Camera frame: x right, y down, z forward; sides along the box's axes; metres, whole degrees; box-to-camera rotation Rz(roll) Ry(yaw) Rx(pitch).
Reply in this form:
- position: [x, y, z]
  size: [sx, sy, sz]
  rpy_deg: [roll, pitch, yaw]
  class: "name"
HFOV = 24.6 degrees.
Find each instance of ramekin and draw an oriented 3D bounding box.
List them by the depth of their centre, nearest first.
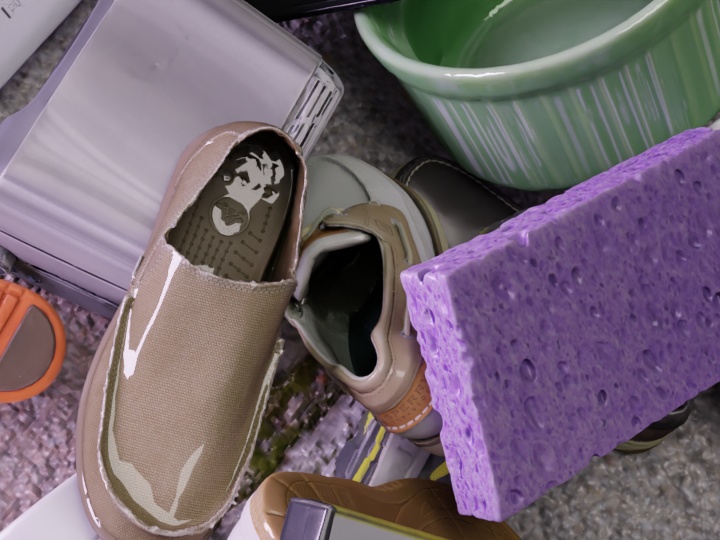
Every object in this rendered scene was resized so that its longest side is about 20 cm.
- position: [0.105, -0.135, 0.843]
  size: [0.199, 0.098, 0.201]
  rpy_deg: [-16, 45, 17]
  class: "ramekin"

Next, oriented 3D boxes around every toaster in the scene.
- position: [-0.096, -0.064, 0.798]
  size: [0.129, 0.114, 0.201]
  rpy_deg: [32, 67, -8]
  class: "toaster"

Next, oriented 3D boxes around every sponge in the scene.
- position: [0.109, 0.018, 0.739]
  size: [0.199, 0.030, 0.112]
  rpy_deg: [-26, 107, -36]
  class: "sponge"

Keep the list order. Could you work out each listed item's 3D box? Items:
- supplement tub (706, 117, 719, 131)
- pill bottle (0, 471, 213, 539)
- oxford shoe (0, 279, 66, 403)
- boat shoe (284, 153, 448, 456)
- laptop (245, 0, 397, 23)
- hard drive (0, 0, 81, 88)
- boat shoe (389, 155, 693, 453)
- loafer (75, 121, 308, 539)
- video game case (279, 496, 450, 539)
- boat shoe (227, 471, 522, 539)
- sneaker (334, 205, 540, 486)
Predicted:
- position: [0.244, 0.006, 0.857]
  size: [0.145, 0.145, 0.200]
  rpy_deg: [-35, 83, -24]
  class: "supplement tub"
- position: [-0.081, 0.185, 0.710]
  size: [0.114, 0.114, 0.200]
  rpy_deg: [-37, 85, -25]
  class: "pill bottle"
- position: [-0.235, 0.016, 0.746]
  size: [0.199, 0.073, 0.072]
  rpy_deg: [22, 80, -15]
  class: "oxford shoe"
- position: [0.000, 0.000, 0.775]
  size: [0.068, 0.075, 0.200]
  rpy_deg: [29, 17, -37]
  class: "boat shoe"
- position: [0.003, -0.237, 0.844]
  size: [0.176, 0.103, 0.201]
  rpy_deg: [-6, 48, 26]
  class: "laptop"
- position: [-0.226, -0.131, 0.798]
  size: [0.132, 0.027, 0.200]
  rpy_deg: [51, 60, -28]
  class: "hard drive"
- position: [0.097, 0.009, 0.854]
  size: [0.201, 0.066, 0.072]
  rpy_deg: [46, 65, 3]
  class: "boat shoe"
- position: [-0.068, 0.021, 0.687]
  size: [0.076, 0.067, 0.201]
  rpy_deg: [14, 69, -12]
  class: "loafer"
- position: [0.016, 0.206, 0.651]
  size: [0.180, 0.025, 0.201]
  rpy_deg: [25, 75, -44]
  class: "video game case"
- position: [0.008, 0.136, 0.723]
  size: [0.199, 0.069, 0.071]
  rpy_deg: [21, 31, -45]
  class: "boat shoe"
- position: [0.060, 0.062, 0.807]
  size: [0.084, 0.074, 0.201]
  rpy_deg: [32, 94, -18]
  class: "sneaker"
